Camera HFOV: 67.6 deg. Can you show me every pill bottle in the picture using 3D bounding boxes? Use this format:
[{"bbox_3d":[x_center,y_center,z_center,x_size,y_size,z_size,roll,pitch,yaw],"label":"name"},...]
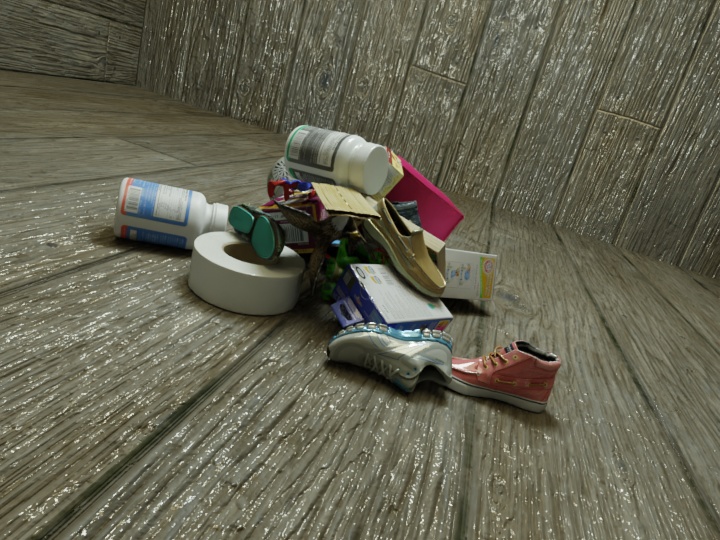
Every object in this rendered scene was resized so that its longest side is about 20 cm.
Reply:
[{"bbox_3d":[-0.049,-0.221,1.085,0.197,0.116,0.112,20,17,30],"label":"pill bottle"},{"bbox_3d":[-0.360,-0.103,1.034,0.196,0.115,0.112,11,18,-20],"label":"pill bottle"}]

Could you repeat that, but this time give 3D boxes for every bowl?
[{"bbox_3d":[-0.152,-0.183,1.358,0.196,0.204,0.095,15,33,-2],"label":"bowl"}]

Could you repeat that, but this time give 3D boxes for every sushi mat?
[{"bbox_3d":[-0.029,-0.121,0.930,0.093,0.012,0.200,6,19,-14],"label":"sushi mat"}]

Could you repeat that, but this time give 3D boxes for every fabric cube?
[{"bbox_3d":[0.111,-0.134,1.319,0.199,0.197,0.200,36,13,-10],"label":"fabric cube"}]

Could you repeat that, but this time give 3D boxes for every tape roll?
[{"bbox_3d":[-0.197,0.001,0.944,0.198,0.072,0.203,15,18,-5],"label":"tape roll"}]

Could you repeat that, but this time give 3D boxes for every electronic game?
[{"bbox_3d":[-0.020,-0.029,1.236,0.195,0.042,0.201,16,18,-5],"label":"electronic game"}]

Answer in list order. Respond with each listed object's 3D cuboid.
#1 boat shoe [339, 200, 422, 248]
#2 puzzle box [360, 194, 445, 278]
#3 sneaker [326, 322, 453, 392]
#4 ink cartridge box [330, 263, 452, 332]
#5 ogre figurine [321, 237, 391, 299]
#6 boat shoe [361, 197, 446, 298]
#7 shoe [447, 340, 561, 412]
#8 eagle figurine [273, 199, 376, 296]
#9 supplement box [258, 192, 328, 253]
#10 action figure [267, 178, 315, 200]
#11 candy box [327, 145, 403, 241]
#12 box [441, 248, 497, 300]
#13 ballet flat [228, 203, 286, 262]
[{"bbox_3d":[0.040,-0.099,1.181,0.195,0.093,0.071,-6,12,20],"label":"boat shoe"},{"bbox_3d":[0.080,-0.057,1.053,0.198,0.026,0.134,34,-19,25],"label":"puzzle box"},{"bbox_3d":[0.048,0.133,0.791,0.195,0.076,0.088,3,51,-6],"label":"sneaker"},{"bbox_3d":[0.043,0.060,0.924,0.197,0.077,0.137,2,42,-42],"label":"ink cartridge box"},{"bbox_3d":[0.000,0.000,1.080,0.117,0.100,0.200,14,15,6],"label":"ogre figurine"},{"bbox_3d":[0.087,-0.043,0.949,0.200,0.076,0.071,47,30,9],"label":"boat shoe"},{"bbox_3d":[0.212,0.149,0.844,0.195,0.093,0.072,16,18,-2],"label":"shoe"},{"bbox_3d":[-0.069,-0.063,0.942,0.150,0.153,0.199,32,36,23],"label":"eagle figurine"},{"bbox_3d":[-0.140,-0.111,1.216,0.127,0.106,0.200,-3,16,8],"label":"supplement box"},{"bbox_3d":[-0.130,-0.187,1.197,0.064,0.053,0.199,9,21,24],"label":"action figure"},{"bbox_3d":[0.008,-0.167,1.177,0.055,0.200,0.116,39,21,-16],"label":"candy box"},{"bbox_3d":[0.192,0.004,1.188,0.196,0.104,0.112,5,2,-30],"label":"box"},{"bbox_3d":[-0.168,-0.070,0.957,0.073,0.076,0.200,2,25,-37],"label":"ballet flat"}]
